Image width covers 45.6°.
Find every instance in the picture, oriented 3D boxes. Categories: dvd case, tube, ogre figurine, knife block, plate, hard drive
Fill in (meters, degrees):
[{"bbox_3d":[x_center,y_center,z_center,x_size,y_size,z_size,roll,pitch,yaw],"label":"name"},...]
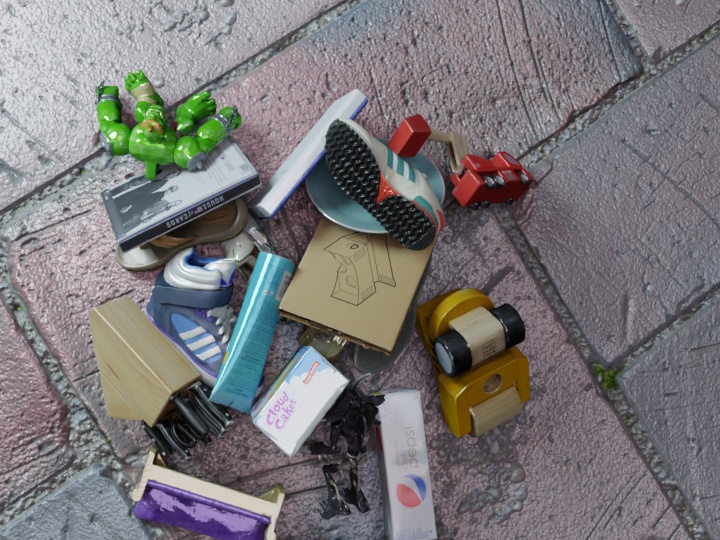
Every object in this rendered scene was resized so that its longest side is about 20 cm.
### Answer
[{"bbox_3d":[-0.241,-0.109,1.139,0.197,0.151,0.025,-27,127,-10],"label":"dvd case"},{"bbox_3d":[-0.137,0.080,1.112,0.077,0.050,0.204,26,77,-44],"label":"tube"},{"bbox_3d":[-0.267,-0.192,1.154,0.197,0.098,0.122,23,48,-20],"label":"ogre figurine"},{"bbox_3d":[-0.250,0.138,1.097,0.172,0.064,0.205,-1,103,28],"label":"knife block"},{"bbox_3d":[0.020,-0.114,1.191,0.195,0.026,0.203,4,46,-4],"label":"plate"},{"bbox_3d":[-0.075,-0.155,1.169,0.025,0.132,0.201,41,81,-14],"label":"hard drive"}]

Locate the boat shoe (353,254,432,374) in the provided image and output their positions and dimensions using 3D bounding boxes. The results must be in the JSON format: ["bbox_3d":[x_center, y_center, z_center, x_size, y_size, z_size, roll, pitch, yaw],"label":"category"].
[{"bbox_3d":[0.041,0.047,1.214,0.073,0.065,0.206,20,88,-19],"label":"boat shoe"}]

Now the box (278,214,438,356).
[{"bbox_3d":[0.000,0.000,1.139,0.160,0.021,0.203,19,59,10],"label":"box"}]

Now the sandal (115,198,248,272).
[{"bbox_3d":[-0.247,-0.059,1.151,0.196,0.054,0.082,-16,74,13],"label":"sandal"}]

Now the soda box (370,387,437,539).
[{"bbox_3d":[0.058,0.269,1.191,0.062,0.068,0.205,-6,87,-9],"label":"soda box"}]

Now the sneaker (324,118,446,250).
[{"bbox_3d":[0.036,-0.117,1.112,0.200,0.093,0.070,47,121,4],"label":"sneaker"}]

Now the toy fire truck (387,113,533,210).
[{"bbox_3d":[0.145,-0.155,1.211,0.198,0.049,0.142,-11,58,-47],"label":"toy fire truck"}]

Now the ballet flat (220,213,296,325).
[{"bbox_3d":[-0.144,-0.007,1.172,0.072,0.072,0.202,-39,94,-10],"label":"ballet flat"}]

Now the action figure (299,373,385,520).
[{"bbox_3d":[-0.028,0.224,1.139,0.118,0.101,0.205,-15,114,-45],"label":"action figure"}]

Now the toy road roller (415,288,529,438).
[{"bbox_3d":[0.150,0.117,1.205,0.121,0.146,0.203,-23,126,-16],"label":"toy road roller"}]

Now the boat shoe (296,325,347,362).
[{"bbox_3d":[-0.019,0.025,1.194,0.062,0.073,0.203,27,82,-9],"label":"boat shoe"}]

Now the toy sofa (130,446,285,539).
[{"bbox_3d":[-0.203,0.311,1.138,0.196,0.083,0.100,19,82,-7],"label":"toy sofa"}]

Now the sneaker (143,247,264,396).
[{"bbox_3d":[-0.185,0.061,1.134,0.198,0.081,0.148,36,114,1],"label":"sneaker"}]

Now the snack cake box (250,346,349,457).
[{"bbox_3d":[-0.083,0.164,1.108,0.067,0.200,0.116,40,80,-3],"label":"snack cake box"}]
